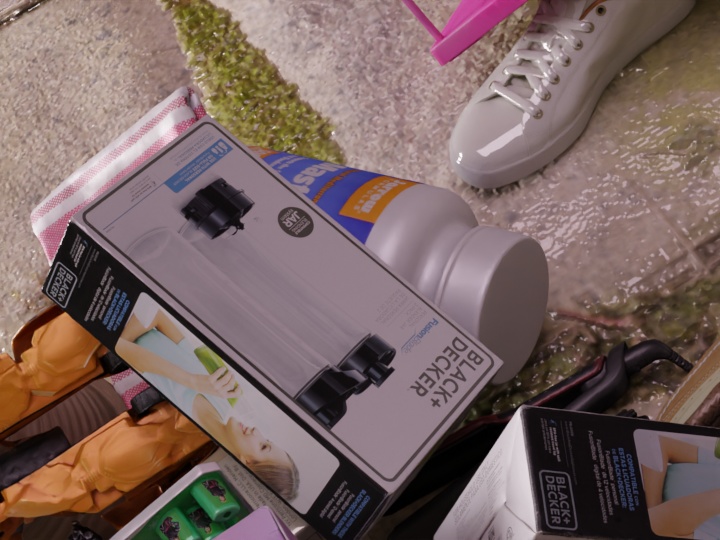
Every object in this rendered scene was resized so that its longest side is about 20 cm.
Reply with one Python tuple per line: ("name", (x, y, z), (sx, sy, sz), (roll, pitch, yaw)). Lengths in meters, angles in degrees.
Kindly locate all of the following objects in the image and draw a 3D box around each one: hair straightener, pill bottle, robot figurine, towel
("hair straightener", (0.100, 0.101, 0.900), (0.199, 0.041, 0.077), (-27, 50, -3))
("pill bottle", (0.000, 0.000, 0.962), (0.199, 0.112, 0.113), (14, 62, 31))
("robot figurine", (-0.159, 0.088, 0.890), (0.199, 0.058, 0.146), (-31, 81, -3))
("towel", (-0.099, 0.018, 0.947), (0.146, 0.030, 0.201), (-34, 80, 34))

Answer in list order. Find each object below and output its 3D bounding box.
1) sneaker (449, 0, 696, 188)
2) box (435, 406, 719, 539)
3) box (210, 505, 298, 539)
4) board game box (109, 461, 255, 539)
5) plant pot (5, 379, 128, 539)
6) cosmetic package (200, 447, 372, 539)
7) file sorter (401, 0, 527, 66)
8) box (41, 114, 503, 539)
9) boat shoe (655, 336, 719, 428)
("sneaker", (0.119, -0.141, 1.032), (0.073, 0.085, 0.200), (34, 75, 35))
("box", (0.144, 0.124, 0.740), (0.198, 0.117, 0.060), (8, 51, -14))
("box", (-0.007, 0.233, 0.739), (0.096, 0.200, 0.176), (-33, 50, -3))
("board game box", (-0.105, 0.203, 0.801), (0.200, 0.200, 0.026), (-40, 54, -8))
("plant pot", (-0.221, 0.127, 0.978), (0.199, 0.093, 0.202), (-12, 53, 16))
("cosmetic package", (-0.089, 0.177, 0.876), (0.200, 0.104, 0.073), (-38, 55, -8))
("file sorter", (0.097, -0.248, 1.012), (0.200, 0.126, 0.139), (-35, 15, 33))
("box", (-0.041, 0.028, 0.839), (0.200, 0.060, 0.117), (41, 45, 8))
("boat shoe", (0.218, 0.034, 0.880), (0.199, 0.072, 0.076), (-34, 39, -16))
